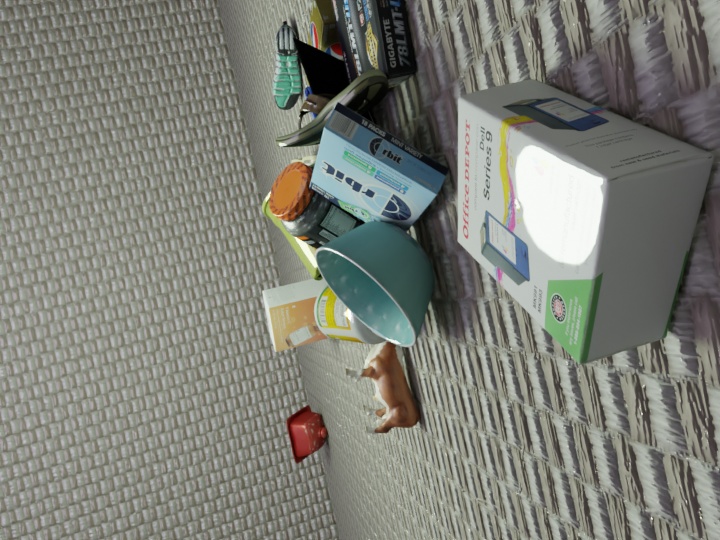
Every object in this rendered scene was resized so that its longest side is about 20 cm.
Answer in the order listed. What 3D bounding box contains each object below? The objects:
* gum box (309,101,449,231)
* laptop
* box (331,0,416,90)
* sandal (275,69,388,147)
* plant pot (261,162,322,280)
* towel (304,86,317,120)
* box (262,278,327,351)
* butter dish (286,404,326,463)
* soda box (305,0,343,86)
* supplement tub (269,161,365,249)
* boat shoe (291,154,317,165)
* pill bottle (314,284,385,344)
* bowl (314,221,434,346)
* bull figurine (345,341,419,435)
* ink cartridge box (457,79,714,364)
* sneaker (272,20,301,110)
[{"bbox_3d":[0.016,-0.129,0.818,0.045,0.167,0.200,-61,3,-17],"label":"gum box"},{"bbox_3d":[-0.042,-0.261,0.996,0.202,0.112,0.192,104,150,-61],"label":"laptop"},{"bbox_3d":[0.011,-0.363,0.837,0.198,0.048,0.207,-162,60,-72],"label":"box"},{"bbox_3d":[-0.043,-0.227,0.806,0.198,0.079,0.059,-27,85,35],"label":"sandal"},{"bbox_3d":[-0.080,-0.092,1.209,0.188,0.196,0.201,60,162,12],"label":"plant pot"},{"bbox_3d":[-0.037,-0.213,0.998,0.149,0.023,0.200,70,-168,16],"label":"towel"},{"bbox_3d":[-0.177,0.127,1.710,0.107,0.194,0.157,-127,27,-59],"label":"box"},{"bbox_3d":[-0.209,0.706,2.505,0.198,0.144,0.207,-17,-85,-61],"label":"butter dish"},{"bbox_3d":[-0.056,-0.396,1.037,0.201,0.062,0.070,110,143,-66],"label":"soda box"},{"bbox_3d":[-0.056,-0.096,1.000,0.198,0.123,0.124,31,-158,-42],"label":"supplement tub"},{"bbox_3d":[-0.125,-0.243,1.426,0.199,0.072,0.071,-159,62,-72],"label":"boat shoe"},{"bbox_3d":[0.004,0.076,1.065,0.198,0.110,0.117,-4,100,58],"label":"pill bottle"},{"bbox_3d":[0.035,0.005,0.869,0.199,0.105,0.202,38,161,15],"label":"bowl"},{"bbox_3d":[0.044,0.211,1.103,0.065,0.118,0.206,-13,-95,-81],"label":"bull figurine"},{"bbox_3d":[0.156,-0.051,0.464,0.201,0.085,0.149,-120,21,-54],"label":"ink cartridge box"},{"bbox_3d":[-0.183,-0.514,1.456,0.089,0.072,0.204,-100,15,-51],"label":"sneaker"}]
